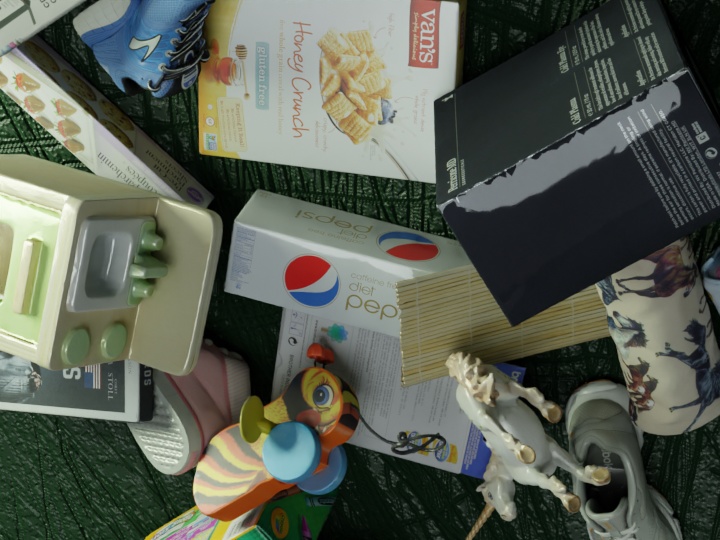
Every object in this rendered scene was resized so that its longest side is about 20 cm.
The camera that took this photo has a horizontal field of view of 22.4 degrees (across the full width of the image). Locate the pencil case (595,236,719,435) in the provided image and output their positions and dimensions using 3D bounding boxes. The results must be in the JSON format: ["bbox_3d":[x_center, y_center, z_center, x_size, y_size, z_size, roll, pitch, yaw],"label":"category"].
[{"bbox_3d":[0.214,0.033,1.343,0.089,0.078,0.201,18,140,45],"label":"pencil case"}]

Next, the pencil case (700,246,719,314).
[{"bbox_3d":[0.323,0.067,1.348,0.090,0.083,0.201,-2,120,49],"label":"pencil case"}]

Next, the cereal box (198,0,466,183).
[{"bbox_3d":[-0.022,-0.146,1.356,0.198,0.040,0.145,7,117,12],"label":"cereal box"}]

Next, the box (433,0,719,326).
[{"bbox_3d":[0.151,-0.084,1.231,0.181,0.200,0.104,-28,111,14],"label":"box"}]

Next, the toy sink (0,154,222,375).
[{"bbox_3d":[-0.223,-0.002,1.370,0.199,0.112,0.131,18,102,27],"label":"toy sink"}]

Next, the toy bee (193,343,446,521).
[{"bbox_3d":[-0.041,0.120,1.425,0.198,0.109,0.131,-12,156,-2],"label":"toy bee"}]

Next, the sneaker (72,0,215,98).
[{"bbox_3d":[-0.132,-0.179,1.312,0.200,0.078,0.090,-21,99,58],"label":"sneaker"}]

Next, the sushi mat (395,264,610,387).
[{"bbox_3d":[0.122,0.027,1.364,0.198,0.012,0.096,-13,122,-11],"label":"sushi mat"}]

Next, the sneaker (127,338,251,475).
[{"bbox_3d":[-0.160,0.069,1.493,0.075,0.104,0.201,-44,70,37],"label":"sneaker"}]

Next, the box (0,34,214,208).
[{"bbox_3d":[-0.203,-0.106,1.426,0.200,0.041,0.039,43,119,-7],"label":"box"}]

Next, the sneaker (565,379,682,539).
[{"bbox_3d":[0.202,0.193,1.438,0.075,0.092,0.201,-14,112,21],"label":"sneaker"}]

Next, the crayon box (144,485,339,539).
[{"bbox_3d":[-0.120,0.239,1.527,0.199,0.119,0.058,-34,104,30],"label":"crayon box"}]

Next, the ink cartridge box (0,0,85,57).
[{"bbox_3d":[-0.254,-0.248,1.306,0.199,0.145,0.148,-28,107,26],"label":"ink cartridge box"}]

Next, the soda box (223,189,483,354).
[{"bbox_3d":[0.000,0.000,1.407,0.198,0.068,0.064,15,118,7],"label":"soda box"}]

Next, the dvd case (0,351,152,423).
[{"bbox_3d":[-0.253,0.041,1.467,0.199,0.025,0.152,2,94,30],"label":"dvd case"}]

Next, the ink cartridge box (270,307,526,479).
[{"bbox_3d":[0.029,0.090,1.462,0.199,0.042,0.120,16,121,10],"label":"ink cartridge box"}]

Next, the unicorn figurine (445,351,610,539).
[{"bbox_3d":[0.118,0.134,1.371,0.137,0.074,0.201,25,139,55],"label":"unicorn figurine"}]
